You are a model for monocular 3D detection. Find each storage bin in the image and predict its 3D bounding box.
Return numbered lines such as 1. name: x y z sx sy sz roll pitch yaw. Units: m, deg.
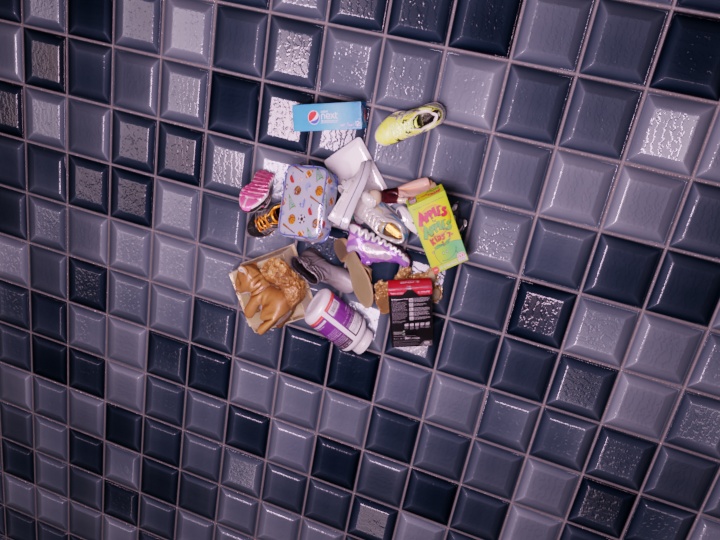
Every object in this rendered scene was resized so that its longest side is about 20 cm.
1. storage bin: -0.260 0.057 1.579 0.193 0.094 0.205 -17 101 18

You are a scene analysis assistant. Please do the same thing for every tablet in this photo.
1. tablet: -0.004 -0.245 1.465 0.127 0.014 0.205 -27 96 21

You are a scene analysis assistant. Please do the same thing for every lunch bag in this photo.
1. lunch bag: -0.144 -0.183 1.415 0.155 0.075 0.209 9 89 28

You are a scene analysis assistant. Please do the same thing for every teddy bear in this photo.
1. teddy bear: 0.135 0.055 1.490 0.196 0.068 0.146 -30 114 20

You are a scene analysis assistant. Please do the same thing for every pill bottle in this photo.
1. pill bottle: -0.060 0.152 1.526 0.198 0.114 0.112 39 112 -19

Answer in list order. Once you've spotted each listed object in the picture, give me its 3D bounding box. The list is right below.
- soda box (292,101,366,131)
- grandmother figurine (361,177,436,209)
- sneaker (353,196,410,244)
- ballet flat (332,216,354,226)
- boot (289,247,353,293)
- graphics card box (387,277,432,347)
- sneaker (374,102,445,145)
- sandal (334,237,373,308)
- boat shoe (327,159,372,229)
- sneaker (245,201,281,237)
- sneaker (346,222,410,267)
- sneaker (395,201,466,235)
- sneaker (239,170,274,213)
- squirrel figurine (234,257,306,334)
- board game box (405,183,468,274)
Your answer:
1. soda box: -0.082 -0.410 1.411 0.191 0.064 0.071 2 106 14
2. grandmother figurine: 0.097 -0.201 1.391 0.191 0.121 0.063 -9 101 -5
3. sneaker: 0.047 -0.144 1.432 0.195 0.081 0.078 29 117 2
4. ballet flat: -0.099 -0.165 1.472 0.197 0.072 0.075 36 113 22
5. boot: -0.105 0.018 1.503 0.195 0.132 0.071 30 110 4
6. graphics card box: 0.139 0.119 1.460 0.120 0.052 0.207 -4 122 4
7. sneaker: 0.121 -0.379 1.358 0.194 0.077 0.078 -20 102 21
8. sandal: 0.003 -0.003 1.507 0.078 0.068 0.217 -43 70 44
9. boat shoe: -0.027 -0.212 1.386 0.065 0.074 0.206 22 68 -5
10. sneaker: -0.260 -0.151 1.528 0.195 0.077 0.080 -27 99 22
11. sneaker: 0.043 -0.050 1.455 0.195 0.080 0.091 27 97 2
12. sneaker: 0.197 -0.145 1.395 0.196 0.080 0.131 34 104 -9
13. sneaker: -0.284 -0.199 1.466 0.071 0.203 0.090 10 124 0
14. squirrel figurine: -0.254 0.043 1.464 0.200 0.141 0.188 -44 80 21
15. board game box: 0.196 -0.102 1.344 0.098 0.048 0.204 -21 118 9
